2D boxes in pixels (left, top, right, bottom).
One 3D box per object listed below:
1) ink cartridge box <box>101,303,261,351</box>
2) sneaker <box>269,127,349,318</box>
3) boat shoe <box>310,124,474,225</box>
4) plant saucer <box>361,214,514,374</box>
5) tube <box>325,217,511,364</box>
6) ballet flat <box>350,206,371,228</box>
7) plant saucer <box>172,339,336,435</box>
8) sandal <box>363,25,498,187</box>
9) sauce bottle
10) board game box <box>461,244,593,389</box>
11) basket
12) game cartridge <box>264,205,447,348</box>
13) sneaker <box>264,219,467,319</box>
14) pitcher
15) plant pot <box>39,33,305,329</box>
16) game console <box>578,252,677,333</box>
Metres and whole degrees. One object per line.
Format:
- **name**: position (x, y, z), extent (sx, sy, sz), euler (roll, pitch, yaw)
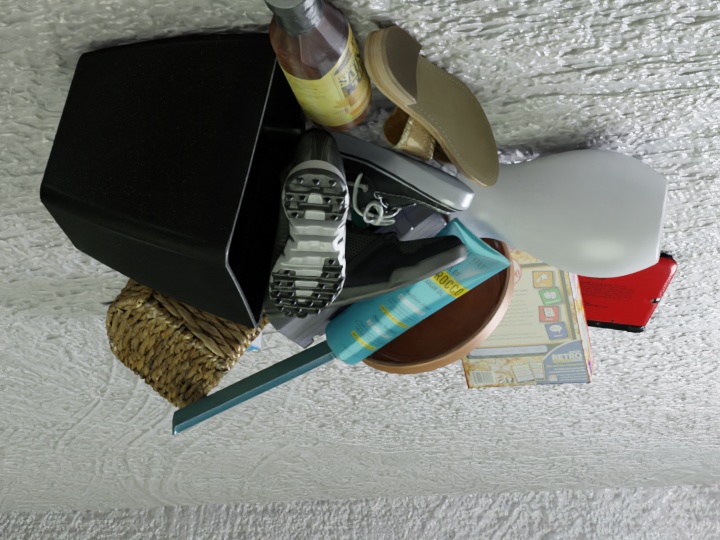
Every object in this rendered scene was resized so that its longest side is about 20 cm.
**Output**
- **ink cartridge box**: position (-0.242, 0.076, 1.853), extent (0.199, 0.067, 0.116), euler (-12, 159, 34)
- **sneaker**: position (-0.042, -0.043, 1.207), extent (0.066, 0.091, 0.201), euler (5, 139, -4)
- **boat shoe**: position (0.017, -0.075, 1.235), extent (0.199, 0.069, 0.073), euler (25, -173, 38)
- **plant saucer**: position (0.069, 0.025, 1.467), extent (0.199, 0.201, 0.032), euler (-7, 140, 24)
- **tube**: position (0.050, 0.023, 1.373), extent (0.077, 0.051, 0.200), euler (34, 124, -29)
- **ballet flat**: position (0.019, -0.078, 1.401), extent (0.071, 0.072, 0.200), euler (1, 164, 1)
- **plant saucer**: position (-0.110, 0.121, 1.465), extent (0.199, 0.019, 0.070), euler (-24, 171, -14)
- **sandal**: position (0.044, -0.136, 1.187), extent (0.069, 0.078, 0.212), euler (-7, 152, 30)
- **sauce bottle**: position (-0.035, -0.174, 1.083), extent (0.065, 0.067, 0.200), euler (-2, 164, 10)
- **board game box**: position (0.179, 0.044, 1.594), extent (0.150, 0.046, 0.201), euler (-4, 125, 17)
- **basket**: position (-0.172, 0.036, 1.460), extent (0.142, 0.149, 0.200), euler (40, 154, -3)
- **game cartridge**: position (0.000, 0.000, 1.397), extent (0.199, 0.038, 0.130), euler (-37, 161, 2)
- **sneaker**: position (-0.004, -0.027, 1.296), extent (0.198, 0.115, 0.076), euler (-12, 180, 11)
- **pitcher**: position (0.199, -0.057, 1.366), extent (0.198, 0.122, 0.172), euler (8, 175, 15)
- **plant pot**: position (-0.160, -0.085, 1.185), extent (0.176, 0.201, 0.200), euler (11, 163, 6)
- **game console**: position (0.254, 0.005, 1.687), extent (0.198, 0.119, 0.173), euler (6, 130, -17)
